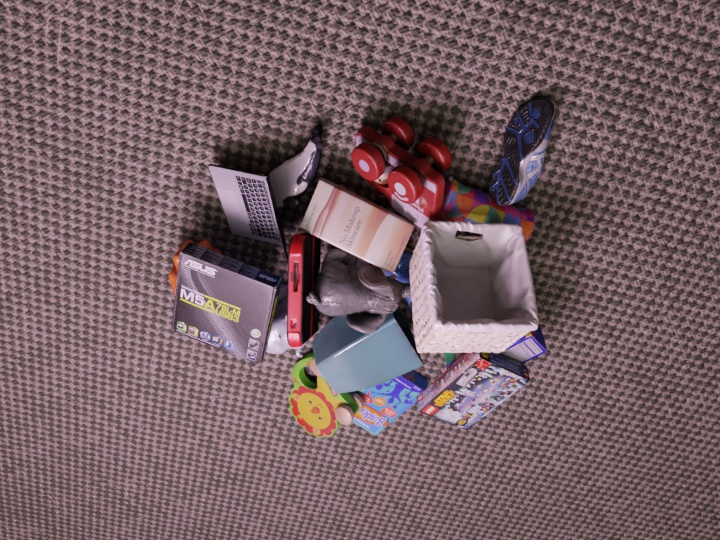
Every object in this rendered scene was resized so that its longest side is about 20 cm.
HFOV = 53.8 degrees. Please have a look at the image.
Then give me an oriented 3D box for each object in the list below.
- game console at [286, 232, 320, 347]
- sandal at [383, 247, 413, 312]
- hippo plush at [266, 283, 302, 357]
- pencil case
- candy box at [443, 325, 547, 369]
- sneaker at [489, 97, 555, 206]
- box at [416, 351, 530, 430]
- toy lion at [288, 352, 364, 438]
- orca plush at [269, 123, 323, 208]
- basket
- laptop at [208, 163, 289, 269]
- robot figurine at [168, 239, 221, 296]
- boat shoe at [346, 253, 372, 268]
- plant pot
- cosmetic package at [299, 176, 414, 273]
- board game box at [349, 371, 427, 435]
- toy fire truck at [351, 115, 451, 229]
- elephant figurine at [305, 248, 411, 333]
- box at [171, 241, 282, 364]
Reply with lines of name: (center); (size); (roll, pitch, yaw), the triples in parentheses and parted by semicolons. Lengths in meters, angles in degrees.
game console: (-0.105, 0.032, 1.336); (0.030, 0.177, 0.206); (3, 96, 7)
sandal: (0.110, 0.033, 1.458); (0.078, 0.088, 0.200); (-29, 118, 26)
hippo plush: (-0.138, 0.117, 1.488); (0.195, 0.163, 0.162); (-10, 126, 11)
pencil case: (0.231, -0.109, 1.345); (0.196, 0.089, 0.089); (22, 126, -12)
candy box: (0.264, 0.125, 1.460); (0.198, 0.172, 0.077); (-31, 133, 23)
sneaker: (0.298, -0.214, 1.281); (0.076, 0.076, 0.204); (-7, 128, -43)
box: (0.222, 0.237, 1.418); (0.135, 0.040, 0.201); (24, 128, -23)
toy lion: (-0.099, 0.293, 1.657); (0.189, 0.069, 0.204); (-19, 102, 36)
orca plush: (-0.113, -0.188, 1.336); (0.105, 0.070, 0.202); (47, 123, 24)
basket: (0.194, 0.034, 1.287); (0.192, 0.205, 0.161); (1, 157, -12)
laptop: (-0.199, -0.075, 1.320); (0.195, 0.117, 0.190); (13, 143, 17)
robot figurine: (-0.318, 0.036, 1.466); (0.141, 0.117, 0.204); (-20, 127, -10)
boat shoe: (0.000, 0.000, 1.452); (0.068, 0.071, 0.204); (13, 119, -6)
plant pot: (0.005, 0.158, 1.493); (0.197, 0.142, 0.143); (-30, 122, 7)
cosmetic package: (-0.007, -0.086, 1.338); (0.196, 0.087, 0.105); (24, 98, -4)
board game box: (0.040, 0.292, 1.681); (0.150, 0.046, 0.200); (33, 123, -19)
toy fire truck: (0.069, -0.165, 1.279); (0.198, 0.112, 0.170); (34, 150, 22)
elephant figurine: (0.016, 0.043, 1.343); (0.195, 0.158, 0.142); (16, 156, 9)
box: (-0.260, 0.065, 1.367); (0.195, 0.048, 0.196); (21, 126, 3)
